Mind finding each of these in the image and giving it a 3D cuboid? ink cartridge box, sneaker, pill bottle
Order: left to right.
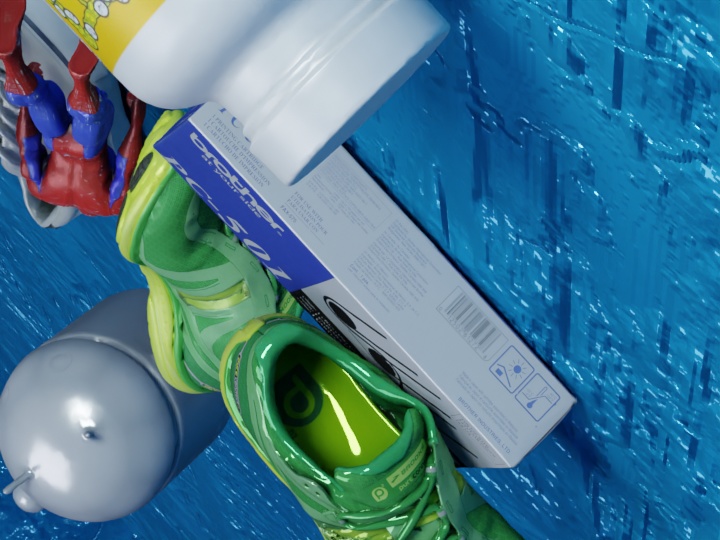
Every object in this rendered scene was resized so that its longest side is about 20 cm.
[{"bbox_3d":[-0.165,-0.085,1.350,0.073,0.071,0.200,39,163,32],"label":"sneaker"},{"bbox_3d":[-0.065,-0.124,0.829,0.200,0.104,0.104,46,168,0],"label":"pill bottle"},{"bbox_3d":[-0.066,-0.008,1.278,0.083,0.074,0.200,9,149,14],"label":"sneaker"},{"bbox_3d":[0.000,0.000,1.133,0.200,0.044,0.094,47,167,-6],"label":"ink cartridge box"},{"bbox_3d":[0.013,0.101,1.133,0.200,0.074,0.084,45,170,1],"label":"sneaker"}]

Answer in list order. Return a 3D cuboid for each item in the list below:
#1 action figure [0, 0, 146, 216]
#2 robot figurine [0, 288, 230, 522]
[{"bbox_3d":[-0.138,-0.072,1.279,0.065,0.052,0.200,11,156,4],"label":"action figure"},{"bbox_3d":[-0.147,0.081,1.594,0.113,0.170,0.200,43,-153,3],"label":"robot figurine"}]
